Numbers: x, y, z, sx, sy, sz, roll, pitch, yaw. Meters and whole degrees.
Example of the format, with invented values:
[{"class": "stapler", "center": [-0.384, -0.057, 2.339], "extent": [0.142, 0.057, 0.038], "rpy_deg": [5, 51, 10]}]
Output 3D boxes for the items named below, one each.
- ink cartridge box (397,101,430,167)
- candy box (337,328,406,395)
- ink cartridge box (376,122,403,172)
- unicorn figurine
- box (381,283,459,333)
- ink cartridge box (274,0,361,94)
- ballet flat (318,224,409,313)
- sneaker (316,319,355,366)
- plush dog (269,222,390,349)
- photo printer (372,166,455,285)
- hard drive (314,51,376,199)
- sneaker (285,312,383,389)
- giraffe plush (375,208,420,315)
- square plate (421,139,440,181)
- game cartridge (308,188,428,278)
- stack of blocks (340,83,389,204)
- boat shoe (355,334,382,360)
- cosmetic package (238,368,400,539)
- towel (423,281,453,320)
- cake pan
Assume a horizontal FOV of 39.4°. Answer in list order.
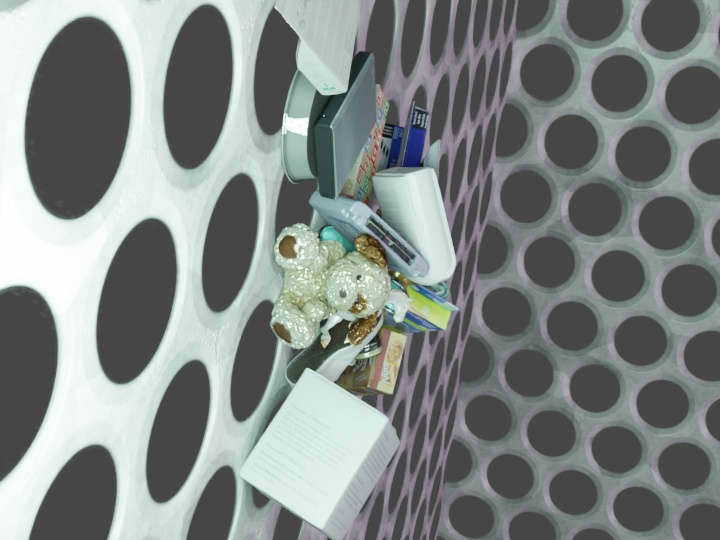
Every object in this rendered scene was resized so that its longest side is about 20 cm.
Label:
[{"class": "ink cartridge box", "center": [0.093, -0.201, 1.919], "extent": [0.200, 0.040, 0.201], "rpy_deg": [111, -10, -84]}, {"class": "candy box", "center": [0.019, 0.182, 1.969], "extent": [0.200, 0.055, 0.116], "rpy_deg": [160, -53, -69]}, {"class": "ink cartridge box", "center": [0.033, -0.233, 1.894], "extent": [0.200, 0.044, 0.095], "rpy_deg": [-17, 118, -75]}, {"class": "unicorn figurine", "center": [-0.004, 0.071, 1.669], "extent": [0.138, 0.199, 0.074], "rpy_deg": [-55, 150, -45]}, {"class": "box", "center": [0.082, 0.078, 1.968], "extent": [0.122, 0.199, 0.048], "rpy_deg": [30, 67, -29]}, {"class": "ink cartridge box", "center": [-0.070, -0.364, 1.391], "extent": [0.200, 0.050, 0.162], "rpy_deg": [40, 53, -52]}, {"class": "ballet flat", "center": [0.000, 0.000, 1.740], "extent": [0.072, 0.200, 0.072], "rpy_deg": [-46, -176, 4]}, {"class": "sneaker", "center": [-0.037, 0.082, 1.781], "extent": [0.067, 0.089, 0.202], "rpy_deg": [-46, 145, -64]}, {"class": "plush dog", "center": [-0.036, 0.019, 1.570], "extent": [0.160, 0.170, 0.202], "rpy_deg": [-45, 143, -65]}, {"class": "photo printer", "center": [0.093, -0.074, 1.711], "extent": [0.166, 0.069, 0.202], "rpy_deg": [-166, -120, -70]}, {"class": "hard drive", "center": [-0.021, -0.228, 1.565], "extent": [0.140, 0.033, 0.201], "rpy_deg": [87, 20, -45]}, {"class": "sneaker", "center": [-0.042, 0.137, 1.733], "extent": [0.200, 0.073, 0.085], "rpy_deg": [-37, 152, -10]}, {"class": "giraffe plush", "center": [0.024, -0.026, 1.843], "extent": [0.163, 0.199, 0.173], "rpy_deg": [62, 22, -25]}, {"class": "square plate", "center": [0.120, -0.127, 1.928], "extent": [0.200, 0.028, 0.200], "rpy_deg": [107, -11, -77]}, {"class": "game cartridge", "center": [0.011, -0.060, 1.622], "extent": [0.200, 0.133, 0.041], "rpy_deg": [41, 74, -37]}, {"class": "stack of blocks", "center": [-0.005, -0.211, 1.736], "extent": [0.115, 0.058, 0.202], "rpy_deg": [48, 55, -73]}, {"class": "boat shoe", "center": [-0.009, 0.111, 1.887], "extent": [0.201, 0.071, 0.067], "rpy_deg": [-128, -155, -73]}, {"class": "cosmetic package", "center": [-0.060, 0.302, 1.629], "extent": [0.201, 0.166, 0.168], "rpy_deg": [-57, 160, -15]}, {"class": "towel", "center": [0.091, 0.038, 2.032], "extent": [0.171, 0.199, 0.048], "rpy_deg": [60, 50, -71]}, {"class": "cake pan", "center": [-0.067, -0.228, 1.526], "extent": [0.200, 0.036, 0.202], "rpy_deg": [12, 90, -76]}]
